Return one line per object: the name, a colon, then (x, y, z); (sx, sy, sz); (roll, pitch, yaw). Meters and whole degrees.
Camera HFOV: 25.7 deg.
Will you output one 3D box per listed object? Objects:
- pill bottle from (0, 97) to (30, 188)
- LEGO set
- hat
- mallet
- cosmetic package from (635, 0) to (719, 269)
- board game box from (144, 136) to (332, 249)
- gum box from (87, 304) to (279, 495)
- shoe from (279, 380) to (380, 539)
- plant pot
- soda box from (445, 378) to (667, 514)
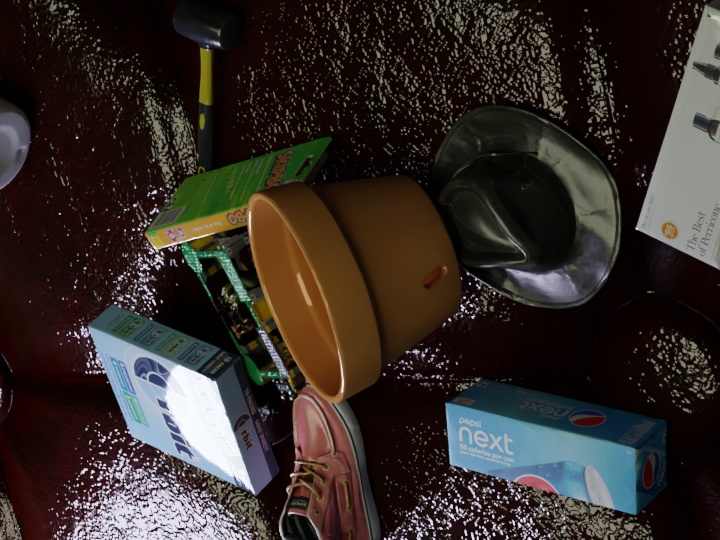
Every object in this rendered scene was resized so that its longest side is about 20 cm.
pill bottle: (-0.482, -0.176, 1.800); (0.199, 0.113, 0.114); (31, 125, 26)
LEGO set: (-0.077, 0.016, 1.583); (0.201, 0.116, 0.154); (60, 157, -3)
hat: (0.127, -0.045, 1.388); (0.200, 0.081, 0.202); (15, 117, 33)
mallet: (-0.147, -0.174, 1.588); (0.066, 0.041, 0.201); (16, 123, 31)
cosmetic package: (0.288, -0.108, 1.252); (0.082, 0.051, 0.201); (29, 125, 27)
board game box: (-0.116, -0.076, 1.552); (0.199, 0.096, 0.030); (-16, 120, 38)
gum box: (-0.191, 0.139, 1.708); (0.199, 0.045, 0.171); (19, 138, 36)
shoe: (-0.043, 0.216, 1.631); (0.071, 0.091, 0.201); (-6, 105, 40)
plant pot: (0.000, 0.000, 1.425); (0.201, 0.139, 0.201); (57, 161, 32)
soda box: (0.178, 0.159, 1.448); (0.199, 0.064, 0.068); (11, 116, 36)
